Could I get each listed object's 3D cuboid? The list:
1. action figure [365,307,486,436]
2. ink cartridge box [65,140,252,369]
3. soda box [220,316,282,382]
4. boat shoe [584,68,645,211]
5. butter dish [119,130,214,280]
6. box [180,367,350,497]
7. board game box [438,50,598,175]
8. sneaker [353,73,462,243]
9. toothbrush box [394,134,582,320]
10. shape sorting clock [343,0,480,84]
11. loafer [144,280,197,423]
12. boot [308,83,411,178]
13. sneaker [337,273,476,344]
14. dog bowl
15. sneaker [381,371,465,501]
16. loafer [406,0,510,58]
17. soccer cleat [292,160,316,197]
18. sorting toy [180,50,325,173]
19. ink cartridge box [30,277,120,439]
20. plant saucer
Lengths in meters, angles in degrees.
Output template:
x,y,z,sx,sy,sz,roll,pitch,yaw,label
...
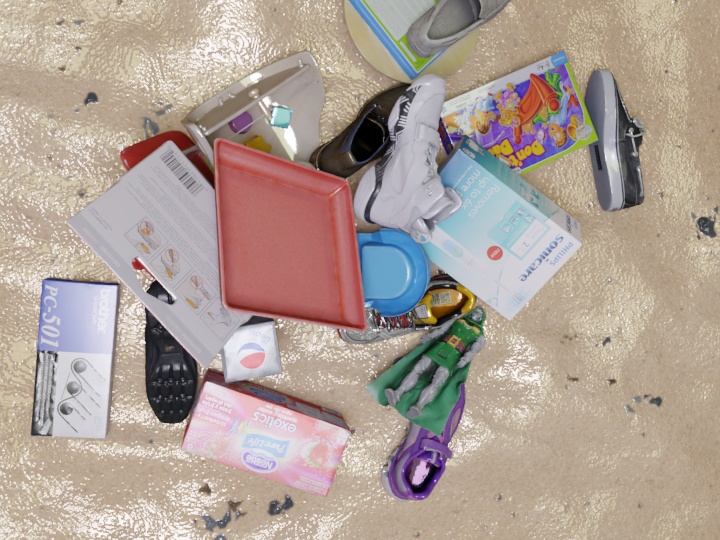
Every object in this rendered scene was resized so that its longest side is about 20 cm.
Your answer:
x,y,z,sx,sy,sz,roll,pitch,yaw,label
0.112,0.118,1.065,0.118,0.055,0.200,32,55,20,action figure
-0.193,-0.015,0.832,0.200,0.045,0.176,50,42,-13,ink cartridge box
-0.140,0.084,0.973,0.068,0.200,0.064,-9,95,-10,soda box
0.366,-0.186,1.107,0.068,0.074,0.200,-11,95,-6,boat shoe
-0.238,-0.054,0.979,0.148,0.200,0.200,-33,100,18,butter dish
-0.124,0.211,1.032,0.200,0.103,0.095,21,89,-10,box
0.214,-0.203,1.096,0.200,0.045,0.135,-25,97,-7,board game box
0.080,-0.132,0.955,0.115,0.075,0.200,30,97,28,sneaker
0.169,-0.056,1.038,0.200,0.085,0.146,37,116,-5,toothbrush box
0.072,-0.355,1.069,0.199,0.039,0.201,-1,96,-14,shape sorting clock
-0.247,0.104,1.026,0.068,0.070,0.201,-2,110,-8,loafer
0.028,-0.185,1.024,0.200,0.097,0.075,-45,107,-21,boot
0.063,0.050,1.065,0.199,0.082,0.078,-18,96,-7,sneaker
0.000,0.000,1.026,0.199,0.050,0.112,1,95,22,dog bowl
0.097,0.230,1.076,0.080,0.088,0.201,23,86,-7,sneaker
0.149,-0.352,1.032,0.200,0.070,0.070,-43,104,-7,loafer
-0.095,-0.040,0.993,0.069,0.078,0.201,12,98,27,soccer cleat
-0.122,-0.153,1.016,0.200,0.107,0.180,-41,117,-29,sorting toy
-0.368,0.114,1.017,0.094,0.044,0.201,5,91,-11,ink cartridge box
-0.085,-0.031,0.888,0.200,0.037,0.200,12,62,-41,plant saucer
